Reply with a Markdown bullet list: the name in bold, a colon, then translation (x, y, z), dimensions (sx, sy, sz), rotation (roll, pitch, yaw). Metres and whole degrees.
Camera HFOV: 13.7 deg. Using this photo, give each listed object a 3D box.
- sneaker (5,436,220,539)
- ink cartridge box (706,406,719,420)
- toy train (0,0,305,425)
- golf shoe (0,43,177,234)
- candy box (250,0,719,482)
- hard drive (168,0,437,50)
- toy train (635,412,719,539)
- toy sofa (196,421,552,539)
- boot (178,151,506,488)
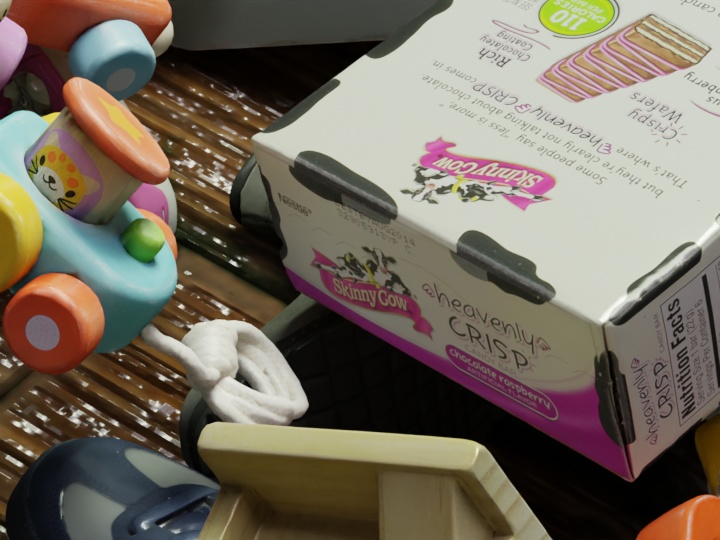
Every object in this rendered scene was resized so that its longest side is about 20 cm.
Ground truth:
- **sneaker**: translation (-0.008, 0.089, 0.788), dimensions (0.200, 0.082, 0.070), rotation (34, 42, 21)
- **ink cartridge box**: translation (0.178, 0.008, 0.965), dimensions (0.146, 0.083, 0.200), rotation (-10, 45, -31)
- **toy train**: translation (-0.074, -0.052, 0.818), dimensions (0.150, 0.056, 0.200), rotation (15, 36, -44)
- **golf shoe**: translation (-0.109, -0.073, 0.964), dimensions (0.092, 0.075, 0.200), rotation (-15, 49, -40)
- **candy box**: translation (0.090, -0.045, 0.832), dimensions (0.200, 0.061, 0.136), rotation (-37, 45, -25)
- **hard drive**: translation (0.031, -0.133, 1.079), dimensions (0.132, 0.027, 0.200), rotation (-1, 27, 29)
- **toy train**: translation (0.127, 0.109, 0.802), dimensions (0.200, 0.056, 0.150), rotation (36, 37, -27)
- **toy sofa**: translation (-0.018, 0.140, 0.670), dimensions (0.083, 0.098, 0.200), rotation (1, 54, 36)
- **boot**: translation (0.000, 0.000, 0.930), dimensions (0.200, 0.068, 0.131), rotation (-32, 36, -27)
